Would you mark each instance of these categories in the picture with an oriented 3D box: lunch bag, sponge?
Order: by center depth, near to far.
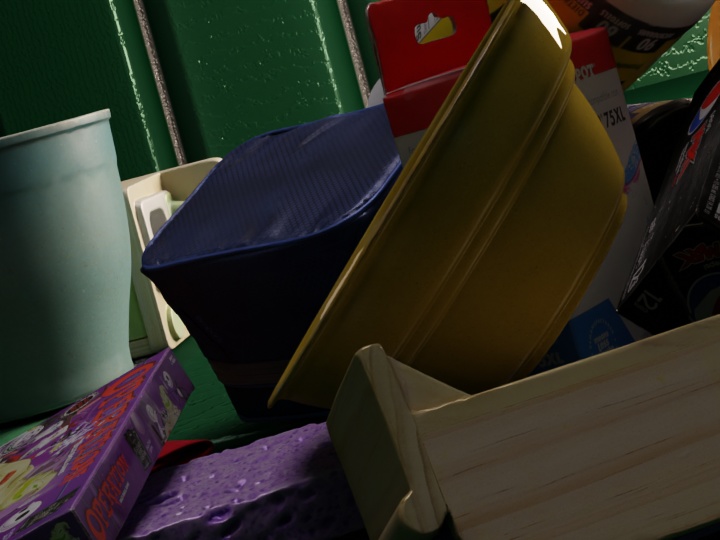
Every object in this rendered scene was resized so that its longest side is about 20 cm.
[{"bbox_3d":[-0.022,0.088,0.734,0.198,0.030,0.112,-18,7,-11],"label":"sponge"},{"bbox_3d":[0.000,0.000,0.942,0.199,0.133,0.136,-9,32,41],"label":"lunch bag"}]

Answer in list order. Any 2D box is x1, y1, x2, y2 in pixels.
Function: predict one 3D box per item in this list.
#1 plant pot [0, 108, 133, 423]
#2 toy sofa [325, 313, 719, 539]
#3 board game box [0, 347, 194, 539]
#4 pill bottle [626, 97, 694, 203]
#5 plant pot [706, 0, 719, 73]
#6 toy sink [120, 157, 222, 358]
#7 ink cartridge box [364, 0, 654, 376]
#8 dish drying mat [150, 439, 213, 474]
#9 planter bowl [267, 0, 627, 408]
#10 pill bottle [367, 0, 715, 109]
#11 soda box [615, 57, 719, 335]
[{"bbox_3d":[-0.249,0.003,1.234,0.198,0.190,0.200,-14,7,2],"label":"plant pot"},{"bbox_3d":[0.095,0.056,0.600,0.198,0.098,0.083,-17,-17,-15],"label":"toy sofa"},{"bbox_3d":[-0.139,0.098,0.727,0.119,0.032,0.200,-26,11,10],"label":"board game box"},{"bbox_3d":[0.155,-0.040,1.015,0.111,0.113,0.200,-17,8,-15],"label":"pill bottle"},{"bbox_3d":[0.287,-0.146,0.974,0.199,0.202,0.183,-13,-15,15],"label":"plant pot"},{"bbox_3d":[-0.193,0.001,1.373,0.198,0.131,0.112,-13,7,10],"label":"toy sink"},{"bbox_3d":[0.081,-0.043,0.832,0.067,0.202,0.116,-12,7,35],"label":"ink cartridge box"},{"bbox_3d":[-0.178,0.112,0.926,0.199,0.018,0.077,-11,7,31],"label":"dish drying mat"},{"bbox_3d":[0.048,-0.012,0.693,0.201,0.083,0.200,-59,2,3],"label":"planter bowl"},{"bbox_3d":[0.093,-0.127,0.950,0.114,0.115,0.200,-22,-17,-42],"label":"pill bottle"},{"bbox_3d":[0.182,-0.043,0.822,0.071,0.063,0.200,-57,3,40],"label":"soda box"}]
